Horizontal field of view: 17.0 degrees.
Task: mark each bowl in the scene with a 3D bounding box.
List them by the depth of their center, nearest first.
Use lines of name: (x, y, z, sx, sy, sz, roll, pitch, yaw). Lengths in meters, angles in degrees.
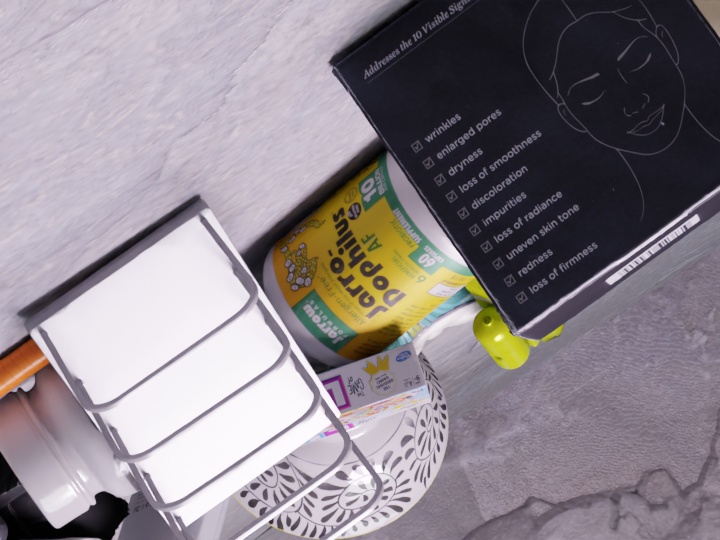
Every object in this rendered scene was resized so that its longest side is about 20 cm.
bowl: (-0.024, 0.104, 1.915, 0.200, 0.201, 0.094, -31, 162, -17)

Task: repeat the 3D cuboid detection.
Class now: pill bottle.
pill bottle: (-0.150, 0.082, 1.639, 0.199, 0.114, 0.114, -33, 171, -6)
pill bottle: (0.000, 0.000, 1.751, 0.200, 0.113, 0.113, -39, 170, 27)

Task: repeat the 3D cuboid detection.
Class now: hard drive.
hard drive: (-0.152, 0.215, 1.868, 0.132, 0.027, 0.201, -26, -140, 48)

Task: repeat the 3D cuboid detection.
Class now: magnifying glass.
magnifying glass: (-0.187, 0.035, 1.576, 0.200, 0.022, 0.080, -37, 171, 4)

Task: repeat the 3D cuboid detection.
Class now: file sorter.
file sorter: (-0.092, 0.090, 1.526, 0.138, 0.125, 0.200, -34, 126, -4)

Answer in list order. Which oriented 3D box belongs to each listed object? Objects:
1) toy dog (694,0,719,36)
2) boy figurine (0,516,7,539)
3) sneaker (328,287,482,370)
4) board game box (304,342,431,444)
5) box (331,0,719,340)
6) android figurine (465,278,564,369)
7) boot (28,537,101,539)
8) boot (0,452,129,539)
toy dog: (0.193, -0.108, 1.665, 0.200, 0.194, 0.139, -38, -176, -15)
boy figurine: (-0.309, 0.162, 1.583, 0.125, 0.064, 0.200, -61, 156, -5)
sneaker: (0.030, 0.020, 1.859, 0.199, 0.078, 0.080, -34, 154, -11)
board game box: (-0.048, 0.107, 1.772, 0.199, 0.034, 0.134, -19, 172, 1)
box: (0.124, -0.094, 1.447, 0.199, 0.197, 0.124, -35, 172, 7)
android figurine: (0.132, -0.020, 1.848, 0.183, 0.041, 0.200, -64, 155, -15)
boot: (-0.248, 0.230, 1.762, 0.090, 0.073, 0.200, -7, 164, 20)
boot: (-0.217, 0.160, 1.791, 0.197, 0.074, 0.163, -29, 150, 4)
